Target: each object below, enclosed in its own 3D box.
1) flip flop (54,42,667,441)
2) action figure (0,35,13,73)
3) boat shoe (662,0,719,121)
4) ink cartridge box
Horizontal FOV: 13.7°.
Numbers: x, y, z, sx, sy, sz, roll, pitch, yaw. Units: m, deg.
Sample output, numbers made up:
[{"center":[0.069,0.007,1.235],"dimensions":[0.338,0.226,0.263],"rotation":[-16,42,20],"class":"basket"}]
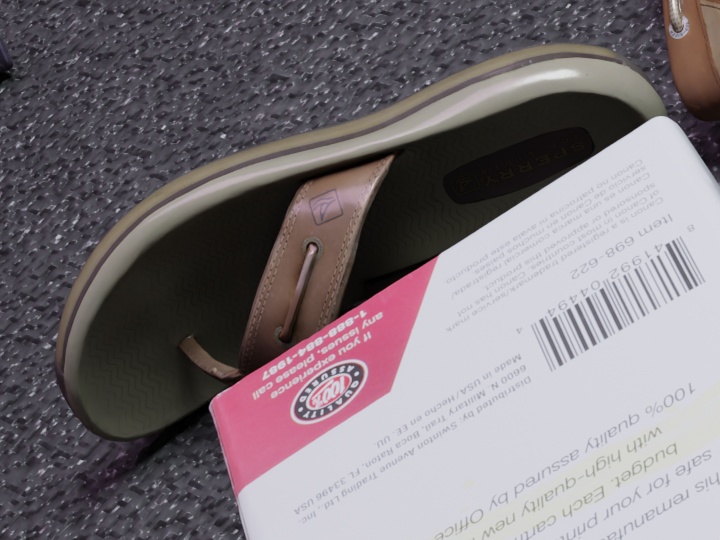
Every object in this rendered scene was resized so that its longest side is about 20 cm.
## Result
[{"center":[0.000,0.000,0.876],"dimensions":[0.199,0.081,0.058],"rotation":[-23,50,10],"class":"flip flop"},{"center":[-0.223,-0.034,1.110],"dimensions":[0.130,0.069,0.200],"rotation":[17,63,44],"class":"action figure"},{"center":[0.115,-0.123,0.913],"dimensions":[0.072,0.076,0.201],"rotation":[-26,36,25],"class":"boat shoe"},{"center":[0.058,0.076,0.714],"dimensions":[0.145,0.084,0.200],"rotation":[-31,34,8],"class":"ink cartridge box"}]
